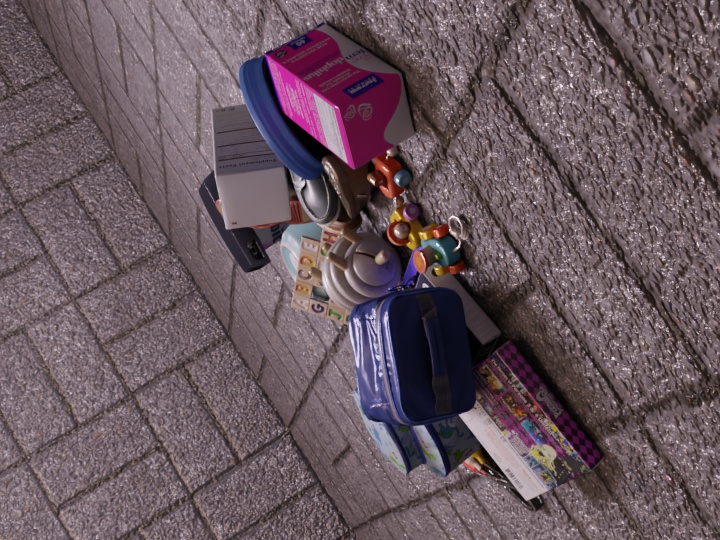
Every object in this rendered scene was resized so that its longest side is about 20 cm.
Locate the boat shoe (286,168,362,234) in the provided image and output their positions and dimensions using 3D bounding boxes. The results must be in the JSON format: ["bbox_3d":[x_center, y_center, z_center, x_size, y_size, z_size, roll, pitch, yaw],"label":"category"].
[{"bbox_3d":[-0.067,-0.137,1.670,0.200,0.072,0.068,51,164,35],"label":"boat shoe"}]

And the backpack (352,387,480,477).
[{"bbox_3d":[0.093,0.244,1.655,0.200,0.147,0.184,29,148,54],"label":"backpack"}]

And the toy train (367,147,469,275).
[{"bbox_3d":[0.070,-0.073,1.404,0.200,0.055,0.151,48,158,35],"label":"toy train"}]

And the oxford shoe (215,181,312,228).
[{"bbox_3d":[-0.161,-0.123,1.798,0.198,0.074,0.071,3,139,18],"label":"oxford shoe"}]

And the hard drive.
[{"bbox_3d":[-0.243,-0.089,1.913,0.201,0.042,0.135,60,164,-2],"label":"hard drive"}]

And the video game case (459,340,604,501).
[{"bbox_3d":[0.220,0.214,1.405,0.200,0.036,0.181,51,149,8],"label":"video game case"}]

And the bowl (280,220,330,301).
[{"bbox_3d":[-0.072,-0.023,1.825,0.201,0.105,0.201,51,162,23],"label":"bowl"}]

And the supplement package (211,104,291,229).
[{"bbox_3d":[-0.188,-0.183,1.725,0.201,0.116,0.117,-102,5,-47],"label":"supplement package"}]

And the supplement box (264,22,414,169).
[{"bbox_3d":[-0.029,-0.235,1.338,0.200,0.101,0.104,43,157,43],"label":"supplement box"}]

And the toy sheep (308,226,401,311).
[{"bbox_3d":[0.000,0.000,1.614,0.138,0.137,0.200,59,158,0],"label":"toy sheep"}]

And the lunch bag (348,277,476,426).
[{"bbox_3d":[0.077,0.111,1.393,0.132,0.135,0.202,-13,87,58],"label":"lunch bag"}]

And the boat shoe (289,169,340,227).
[{"bbox_3d":[-0.091,-0.162,1.615,0.062,0.073,0.201,16,-129,-59],"label":"boat shoe"}]

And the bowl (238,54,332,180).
[{"bbox_3d":[-0.106,-0.232,1.510,0.201,0.039,0.201,52,-159,-29],"label":"bowl"}]

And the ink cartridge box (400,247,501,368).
[{"bbox_3d":[0.114,0.076,1.518,0.200,0.043,0.199,53,154,23],"label":"ink cartridge box"}]

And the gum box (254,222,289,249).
[{"bbox_3d":[-0.178,-0.132,1.924,0.066,0.113,0.201,48,160,32],"label":"gum box"}]

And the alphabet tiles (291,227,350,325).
[{"bbox_3d":[-0.030,0.015,1.734,0.166,0.008,0.201,18,132,6],"label":"alphabet tiles"}]

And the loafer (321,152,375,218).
[{"bbox_3d":[-0.008,-0.134,1.519,0.076,0.067,0.200,61,180,10],"label":"loafer"}]

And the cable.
[{"bbox_3d":[0.223,0.349,1.695,0.200,0.050,0.098,48,155,38],"label":"cable"}]
